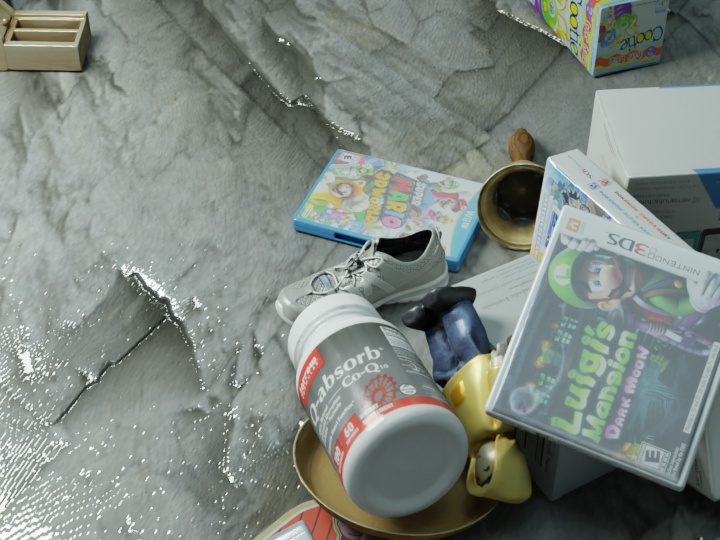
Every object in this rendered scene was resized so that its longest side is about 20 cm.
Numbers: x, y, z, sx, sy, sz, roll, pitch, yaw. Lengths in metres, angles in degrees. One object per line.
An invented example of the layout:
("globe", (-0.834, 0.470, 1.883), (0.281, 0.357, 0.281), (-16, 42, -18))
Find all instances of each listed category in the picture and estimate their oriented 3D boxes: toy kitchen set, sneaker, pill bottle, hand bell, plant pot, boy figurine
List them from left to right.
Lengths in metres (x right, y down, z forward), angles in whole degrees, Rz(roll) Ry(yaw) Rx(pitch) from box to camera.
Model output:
("toy kitchen set", (-0.448, -0.389, 1.813), (0.178, 0.202, 0.164), (1, 42, 1))
("sneaker", (0.000, 0.000, 1.467), (0.198, 0.083, 0.075), (-20, 45, -21))
("pill bottle", (0.008, 0.114, 1.251), (0.114, 0.117, 0.200), (-14, 36, -15))
("plant pot", (0.035, 0.182, 1.283), (0.197, 0.028, 0.201), (6, 32, -4))
("boy figurine", (0.099, 0.120, 1.271), (0.064, 0.124, 0.202), (4, 60, -39))
("hand bell", (0.186, -0.116, 1.617), (0.103, 0.105, 0.201), (3, 29, 3))

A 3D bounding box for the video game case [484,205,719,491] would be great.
("video game case", (0.225, 0.064, 1.211), (0.180, 0.023, 0.202), (20, 78, 13))

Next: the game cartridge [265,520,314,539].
("game cartridge", (-0.062, 0.311, 1.129), (0.132, 0.042, 0.201), (-24, 51, -12))

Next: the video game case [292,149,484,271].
("video game case", (0.040, -0.072, 1.597), (0.198, 0.018, 0.144), (15, 43, 16))

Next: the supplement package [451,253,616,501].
("supplement package", (0.173, 0.098, 1.337), (0.113, 0.110, 0.200), (-21, 46, -22))

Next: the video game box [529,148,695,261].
("video game box", (0.235, 0.014, 1.366), (0.046, 0.202, 0.182), (-19, 45, -27))

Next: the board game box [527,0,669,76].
("board game box", (0.313, -0.362, 1.858), (0.104, 0.104, 0.201), (-14, 43, -15))

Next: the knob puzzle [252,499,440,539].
("knob puzzle", (-0.009, 0.259, 1.217), (0.216, 0.031, 0.221), (0, 41, 0))

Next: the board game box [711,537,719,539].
("board game box", (0.385, 0.308, 1.140), (0.197, 0.062, 0.201), (3, 41, 4))

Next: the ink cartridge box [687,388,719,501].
("ink cartridge box", (0.382, 0.109, 1.287), (0.197, 0.149, 0.083), (-13, 13, -14))

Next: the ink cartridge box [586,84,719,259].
("ink cartridge box", (0.316, -0.067, 1.455), (0.145, 0.202, 0.147), (-4, 43, -4))
